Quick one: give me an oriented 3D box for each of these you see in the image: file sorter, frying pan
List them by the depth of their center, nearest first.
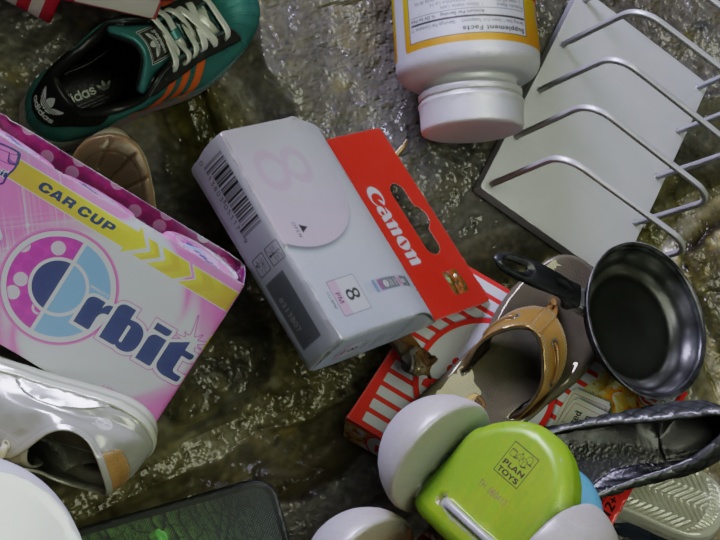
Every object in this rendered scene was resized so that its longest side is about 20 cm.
[{"bbox_3d":[0.169,0.039,1.142,0.190,0.031,0.115,-6,78,-36],"label":"frying pan"},{"bbox_3d":[0.210,-0.117,1.271,0.139,0.124,0.200,34,68,-16],"label":"file sorter"}]

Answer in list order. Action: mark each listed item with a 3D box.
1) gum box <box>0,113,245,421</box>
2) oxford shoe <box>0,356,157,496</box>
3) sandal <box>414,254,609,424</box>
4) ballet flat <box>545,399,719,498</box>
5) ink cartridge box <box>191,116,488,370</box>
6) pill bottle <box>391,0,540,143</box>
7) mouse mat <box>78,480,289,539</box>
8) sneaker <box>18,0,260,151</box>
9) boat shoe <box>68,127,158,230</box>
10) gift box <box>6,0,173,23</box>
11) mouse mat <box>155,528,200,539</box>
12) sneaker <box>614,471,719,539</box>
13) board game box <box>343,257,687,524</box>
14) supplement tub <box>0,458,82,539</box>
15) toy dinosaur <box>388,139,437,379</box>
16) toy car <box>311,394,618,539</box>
[{"bbox_3d":[-0.187,-0.003,1.039,0.200,0.066,0.114,32,99,-11],"label":"gum box"},{"bbox_3d":[-0.226,0.094,1.023,0.199,0.075,0.058,12,48,13],"label":"oxford shoe"},{"bbox_3d":[0.105,0.064,1.149,0.080,0.054,0.200,42,68,15],"label":"sandal"},{"bbox_3d":[0.159,0.126,1.121,0.199,0.057,0.067,-17,71,-6],"label":"ballet flat"},{"bbox_3d":[0.000,-0.033,1.127,0.200,0.057,0.163,-20,73,-43],"label":"ink cartridge box"},{"bbox_3d":[0.077,-0.201,1.234,0.109,0.109,0.201,1,81,-24],"label":"pill bottle"},{"bbox_3d":[-0.108,0.251,1.066,0.161,0.008,0.201,-16,84,-1],"label":"mouse mat"},{"bbox_3d":[-0.142,-0.149,1.141,0.200,0.080,0.071,-36,95,-25],"label":"sneaker"},{"bbox_3d":[-0.161,0.004,1.111,0.072,0.065,0.201,-5,103,-4],"label":"boat shoe"},{"bbox_3d":[-0.173,-0.283,1.065,0.199,0.185,0.187,7,49,-18],"label":"gift box"},{"bbox_3d":[-0.085,0.284,1.076,0.200,0.008,0.161,31,85,5],"label":"mouse mat"},{"bbox_3d":[0.172,0.154,1.240,0.200,0.085,0.075,31,68,10],"label":"sneaker"},{"bbox_3d":[0.111,0.104,1.187,0.200,0.046,0.152,30,68,10],"label":"board game box"},{"bbox_3d":[-0.244,0.183,0.969,0.144,0.200,0.145,4,79,-24],"label":"supplement tub"},{"bbox_3d":[0.000,0.000,1.196,0.106,0.060,0.200,0,58,-25],"label":"toy dinosaur"},{"bbox_3d":[0.078,0.189,1.037,0.150,0.175,0.200,24,101,-52],"label":"toy car"}]
